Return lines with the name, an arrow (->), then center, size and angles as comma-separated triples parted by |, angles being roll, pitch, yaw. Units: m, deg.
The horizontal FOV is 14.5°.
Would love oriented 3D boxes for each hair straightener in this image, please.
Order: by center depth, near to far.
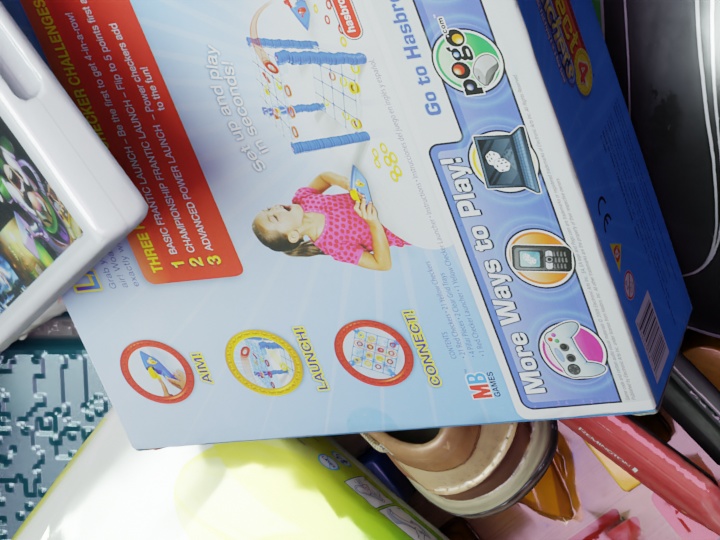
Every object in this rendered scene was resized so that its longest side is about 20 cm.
hair straightener -> 0.153, 0.067, 0.982 | 0.200, 0.041, 0.077 | 37, 72, 9

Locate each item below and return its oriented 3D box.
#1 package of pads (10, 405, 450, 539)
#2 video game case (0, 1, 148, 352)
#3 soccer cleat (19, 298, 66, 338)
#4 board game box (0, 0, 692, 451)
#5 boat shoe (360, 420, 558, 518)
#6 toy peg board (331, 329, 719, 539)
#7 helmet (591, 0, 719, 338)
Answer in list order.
package of pads -> -0.067, 0.144, 1.038 | 0.154, 0.068, 0.200 | 40, 95, 17
video game case -> -0.151, -0.064, 0.913 | 0.023, 0.200, 0.182 | -35, 91, -24
soccer cleat -> -0.156, 0.013, 1.101 | 0.199, 0.069, 0.086 | -6, 106, 14
board game box -> -0.016, -0.041, 0.906 | 0.195, 0.056, 0.201 | -5, 124, 26
boat shoe -> 0.000, 0.000, 1.035 | 0.076, 0.074, 0.200 | -44, 58, 10
toy peg board -> 0.094, 0.091, 1.058 | 0.200, 0.098, 0.199 | -39, 91, 13
helmet -> 0.148, -0.093, 0.958 | 0.199, 0.200, 0.191 | 15, 132, 7
